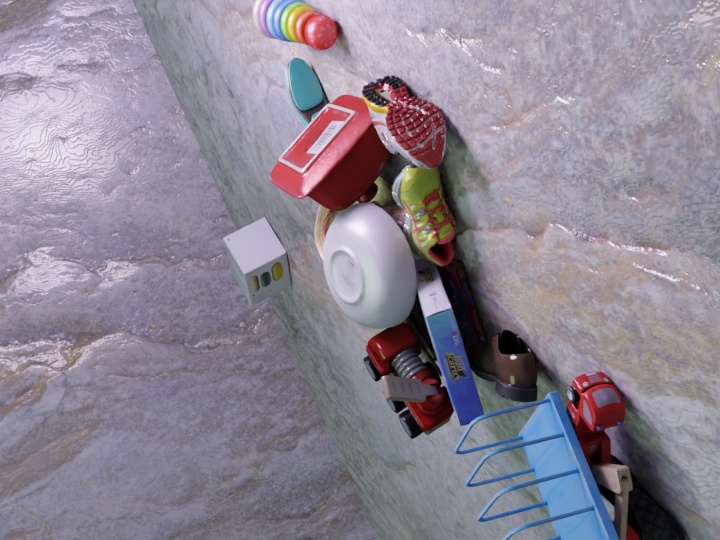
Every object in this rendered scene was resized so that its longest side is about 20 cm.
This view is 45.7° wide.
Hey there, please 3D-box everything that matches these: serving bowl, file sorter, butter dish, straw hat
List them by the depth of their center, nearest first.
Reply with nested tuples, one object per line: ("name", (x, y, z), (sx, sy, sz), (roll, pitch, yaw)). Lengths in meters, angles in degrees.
("file sorter", (0.211, 0.282, 1.067), (0.140, 0.120, 0.203), (104, 152, -57))
("serving bowl", (0.000, 0.000, 1.338), (0.199, 0.065, 0.204), (26, 124, 45))
("butter dish", (-0.027, -0.170, 1.402), (0.148, 0.200, 0.199), (44, 175, -27))
("straw hat", (0.021, -0.072, 1.509), (0.084, 0.201, 0.203), (7, -137, -55))

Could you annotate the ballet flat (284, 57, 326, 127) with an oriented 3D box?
("ballet flat", (-0.090, -0.289, 1.571), (0.203, 0.067, 0.070), (62, 158, 1))

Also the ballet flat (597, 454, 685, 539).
("ballet flat", (0.332, 0.292, 1.102), (0.200, 0.056, 0.067), (47, 157, 49))

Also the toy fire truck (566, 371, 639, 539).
("toy fire truck", (0.296, 0.242, 1.049), (0.142, 0.048, 0.203), (-118, 24, -51))

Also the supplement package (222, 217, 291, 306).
("supplement package", (-0.320, -0.025, 2.663), (0.152, 0.150, 0.201), (55, 163, 27))

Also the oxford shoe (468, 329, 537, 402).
("oxford shoe", (0.213, 0.126, 1.254), (0.200, 0.071, 0.086), (-152, 64, -74))

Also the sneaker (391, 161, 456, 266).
("sneaker", (0.106, -0.084, 1.250), (0.090, 0.078, 0.202), (42, 161, 35))

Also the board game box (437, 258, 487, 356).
("board game box", (0.164, 0.067, 1.390), (0.103, 0.019, 0.203), (34, 147, 65))

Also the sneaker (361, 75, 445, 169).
("sneaker", (0.068, -0.197, 1.189), (0.201, 0.077, 0.083), (-119, 7, -49))

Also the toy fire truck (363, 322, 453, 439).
("toy fire truck", (0.070, 0.166, 1.367), (0.177, 0.127, 0.201), (56, 166, 21))

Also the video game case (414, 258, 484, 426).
("video game case", (0.132, 0.106, 1.328), (0.182, 0.045, 0.203), (-103, -6, -65))

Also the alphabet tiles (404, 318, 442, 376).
("alphabet tiles", (0.079, 0.106, 1.517), (0.201, 0.006, 0.167), (55, 170, 5))

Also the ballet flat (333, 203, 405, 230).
("ballet flat", (0.020, -0.069, 1.396), (0.198, 0.068, 0.068), (-8, 142, 46))

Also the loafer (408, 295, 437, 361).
("loafer", (0.117, 0.079, 1.486), (0.069, 0.075, 0.202), (29, 153, 58))

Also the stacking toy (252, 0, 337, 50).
("stacking toy", (-0.103, -0.406, 1.409), (0.200, 0.084, 0.087), (40, 154, 49))
